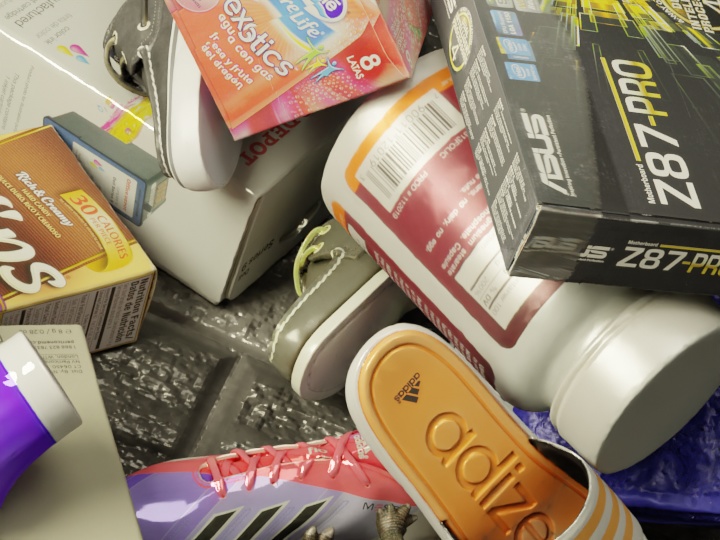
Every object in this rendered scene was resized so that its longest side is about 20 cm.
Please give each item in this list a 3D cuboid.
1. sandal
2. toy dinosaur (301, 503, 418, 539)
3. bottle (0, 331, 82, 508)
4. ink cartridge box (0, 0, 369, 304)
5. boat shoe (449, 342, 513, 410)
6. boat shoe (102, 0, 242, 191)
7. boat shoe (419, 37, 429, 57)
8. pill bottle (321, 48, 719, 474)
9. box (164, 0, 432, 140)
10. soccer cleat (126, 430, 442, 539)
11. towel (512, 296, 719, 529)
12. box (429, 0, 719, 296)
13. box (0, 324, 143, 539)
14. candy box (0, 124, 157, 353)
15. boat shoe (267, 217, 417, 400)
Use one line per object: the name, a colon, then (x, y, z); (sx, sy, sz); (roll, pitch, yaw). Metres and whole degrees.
sandal: (0.070, 0.110, 1.040); (0.207, 0.079, 0.059); (45, -8, -26)
toy dinosaur: (-0.001, 0.166, 1.010); (0.198, 0.077, 0.103); (3, 34, -25)
bottle: (-0.208, 0.100, 0.929); (0.199, 0.065, 0.084); (-35, 46, -8)
ink cartridge box: (-0.107, -0.092, 1.235); (0.199, 0.088, 0.145); (34, 42, 12)
boat shoe: (0.123, 0.019, 1.228); (0.199, 0.067, 0.074); (-25, 58, -40)
boat shoe: (-0.100, -0.122, 1.157); (0.066, 0.070, 0.202); (-10, 59, 12)
boat shoe: (-0.026, -0.163, 1.305); (0.201, 0.063, 0.074); (36, 72, -38)
pill bottle: (0.083, -0.006, 1.097); (0.114, 0.115, 0.200); (-22, 59, -39)
box: (-0.020, -0.163, 1.144); (0.102, 0.095, 0.200); (-18, 25, 19)
soccer cleat: (-0.025, 0.102, 1.066); (0.198, 0.077, 0.067); (3, 42, -23)
towel: (0.153, 0.029, 1.154); (0.146, 0.050, 0.202); (5, 73, 3)
box: (0.126, -0.076, 1.068); (0.160, 0.049, 0.201); (5, 45, -18)
box: (-0.140, 0.121, 0.994); (0.068, 0.083, 0.201); (0, 44, -24)
candy box: (-0.215, 0.000, 1.113); (0.199, 0.057, 0.117); (-15, 52, -36)
boat shoe: (-0.001, 0.002, 1.192); (0.060, 0.072, 0.202); (32, 35, 11)
